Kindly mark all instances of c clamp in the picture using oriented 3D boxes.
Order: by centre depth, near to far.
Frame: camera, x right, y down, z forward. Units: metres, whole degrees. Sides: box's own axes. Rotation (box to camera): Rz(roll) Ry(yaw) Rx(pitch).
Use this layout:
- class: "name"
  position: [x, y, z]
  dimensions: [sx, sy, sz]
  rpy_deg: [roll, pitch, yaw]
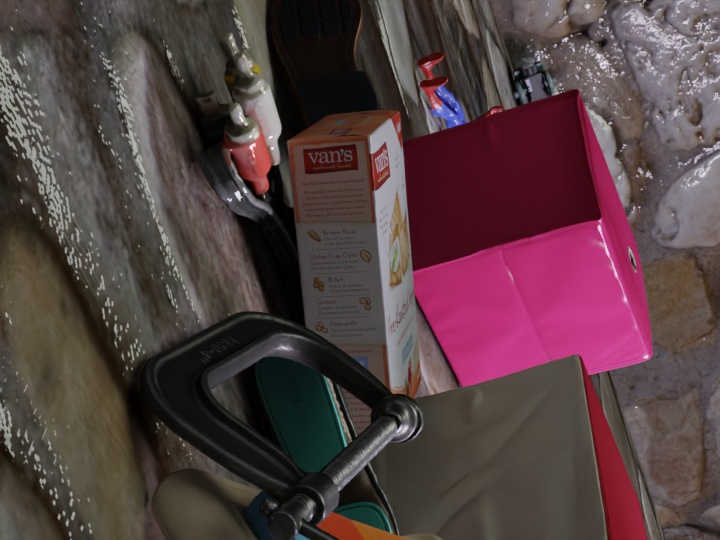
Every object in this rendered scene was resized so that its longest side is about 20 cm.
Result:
- class: "c clamp"
  position: [-0.023, 0.082, 0.690]
  dimensions: [0.027, 0.171, 0.200]
  rpy_deg: [-64, 173, 20]

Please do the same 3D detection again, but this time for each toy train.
- class: "toy train"
  position: [0.344, -0.313, 2.654]
  dimensions: [0.114, 0.085, 0.200]
  rpy_deg: [-104, 171, -66]

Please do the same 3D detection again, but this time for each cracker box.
- class: "cracker box"
  position: [0.000, 0.000, 0.922]
  dimensions: [0.134, 0.058, 0.201]
  rpy_deg: [-55, 140, -73]

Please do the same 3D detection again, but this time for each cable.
- class: "cable"
  position: [-0.051, -0.048, 0.866]
  dimensions: [0.200, 0.050, 0.097]
  rpy_deg: [61, 18, -45]

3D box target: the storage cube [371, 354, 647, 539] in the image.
- class: "storage cube"
  position: [0.114, 0.199, 1.007]
  dimensions: [0.200, 0.171, 0.180]
  rpy_deg: [-89, 159, -47]

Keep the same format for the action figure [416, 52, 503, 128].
- class: "action figure"
  position: [0.144, -0.185, 1.696]
  dimensions: [0.200, 0.099, 0.065]
  rpy_deg: [62, 20, -50]

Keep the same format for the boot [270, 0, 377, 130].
- class: "boot"
  position: [-0.030, -0.145, 1.069]
  dimensions: [0.097, 0.075, 0.200]
  rpy_deg: [93, -10, -50]

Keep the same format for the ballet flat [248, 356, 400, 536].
- class: "ballet flat"
  position: [-0.015, 0.134, 0.799]
  dimensions: [0.068, 0.068, 0.200]
  rpy_deg: [69, 9, -78]

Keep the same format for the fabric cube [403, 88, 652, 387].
- class: "fabric cube"
  position: [0.162, -0.023, 1.368]
  dimensions: [0.196, 0.200, 0.200]
  rpy_deg: [-89, 158, -46]

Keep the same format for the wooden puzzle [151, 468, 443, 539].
- class: "wooden puzzle"
  position: [0.016, 0.169, 0.643]
  dimensions: [0.200, 0.037, 0.185]
  rpy_deg: [22, 20, -44]
